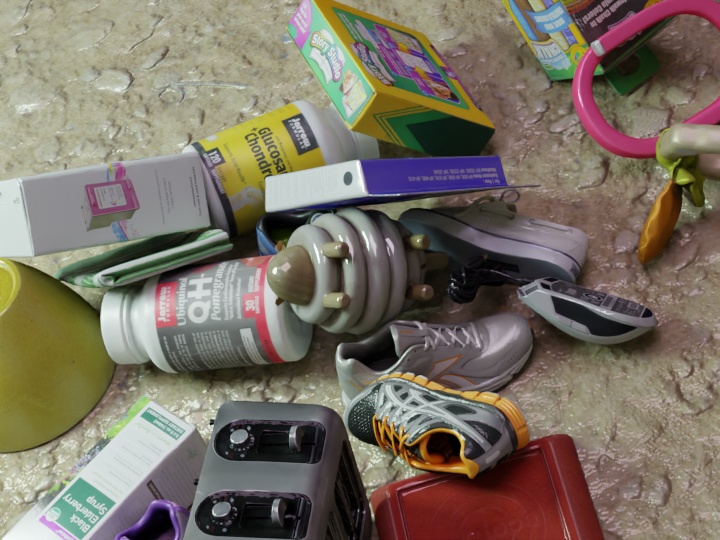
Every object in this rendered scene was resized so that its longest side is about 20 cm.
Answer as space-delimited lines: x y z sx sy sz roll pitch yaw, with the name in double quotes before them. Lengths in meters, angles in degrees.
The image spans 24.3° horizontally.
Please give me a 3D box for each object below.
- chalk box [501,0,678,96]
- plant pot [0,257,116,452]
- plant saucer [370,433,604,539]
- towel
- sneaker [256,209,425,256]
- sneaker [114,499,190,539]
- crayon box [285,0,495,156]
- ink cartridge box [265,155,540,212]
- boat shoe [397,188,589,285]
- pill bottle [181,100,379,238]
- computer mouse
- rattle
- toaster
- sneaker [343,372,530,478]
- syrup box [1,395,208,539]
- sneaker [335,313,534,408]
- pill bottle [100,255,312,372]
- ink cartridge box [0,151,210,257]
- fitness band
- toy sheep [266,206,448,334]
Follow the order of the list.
"chalk box" 0.251 -0.288 1.829 0.125 0.200 0.124 -37 16 -16
"plant pot" -0.374 0.068 1.751 0.200 0.142 0.200 -10 48 11
"plant saucer" 0.115 0.242 1.497 0.200 0.037 0.200 -17 48 5
"towel" -0.231 -0.015 1.762 0.153 0.023 0.200 -20 11 -20
"sneaker" -0.025 -0.020 1.738 0.200 0.089 0.079 8 54 23
"sneaker" -0.213 0.290 1.538 0.080 0.088 0.200 23 62 32
"crayon box" 0.031 -0.210 1.834 0.058 0.173 0.200 -57 41 25
"ink cartridge box" 0.041 -0.089 1.660 0.198 0.043 0.200 -6 2 -42
"boat shoe" 0.140 -0.045 1.712 0.202 0.075 0.086 14 57 26
"pill bottle" -0.086 -0.118 1.825 0.200 0.112 0.112 -24 46 -11
"computer mouse" 0.187 0.036 1.618 0.200 0.044 0.110 18 15 13
"rattle" 0.389 -0.071 1.652 0.200 0.130 0.143 13 63 -3
"toaster" -0.070 0.241 1.472 0.119 0.200 0.181 -3 42 14
"sneaker" 0.056 0.147 1.543 0.200 0.078 0.077 0 31 42
"syrup box" -0.238 0.226 1.606 0.079 0.081 0.200 27 62 37
"sneaker" 0.070 0.080 1.616 0.200 0.092 0.076 -21 47 1
"pill bottle" -0.158 0.047 1.713 0.200 0.111 0.111 -7 49 15
"ink cartridge box" -0.281 -0.068 1.756 0.200 0.085 0.145 -10 4 -28
"fitness band" 0.319 -0.203 1.754 0.200 0.037 0.144 -31 91 -10
"toy sheep" 0.000 0.000 1.633 0.200 0.138 0.138 0 40 -28
